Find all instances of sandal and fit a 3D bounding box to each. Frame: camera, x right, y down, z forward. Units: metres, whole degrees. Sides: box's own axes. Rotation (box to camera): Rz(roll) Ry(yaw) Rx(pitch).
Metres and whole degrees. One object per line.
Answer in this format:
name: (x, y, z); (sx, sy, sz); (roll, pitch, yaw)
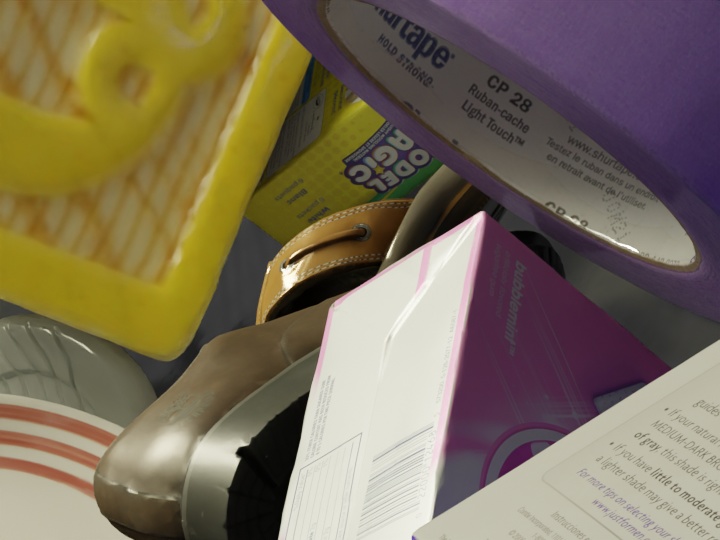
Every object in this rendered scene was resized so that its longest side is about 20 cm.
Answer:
sandal: (-0.142, 0.058, 1.185); (0.050, 0.083, 0.202); (-33, 9, -40)
sandal: (0.000, 0.000, 0.973); (0.200, 0.055, 0.082); (-54, -7, -20)

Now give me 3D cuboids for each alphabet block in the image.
alphabet block: (-0.133, -0.094, 1.138); (0.200, 0.195, 0.197); (-152, 83, -79)

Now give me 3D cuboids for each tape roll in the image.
tape roll: (0.061, -0.064, 0.825); (0.066, 0.200, 0.200); (-54, 24, -6)

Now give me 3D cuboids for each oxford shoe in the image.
oxford shoe: (-0.007, 0.031, 0.874); (0.084, 0.073, 0.200); (7, 22, 39)

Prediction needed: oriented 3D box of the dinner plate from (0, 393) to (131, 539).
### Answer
dinner plate: (-0.136, 0.118, 0.971); (0.200, 0.200, 0.024); (-85, 5, -51)

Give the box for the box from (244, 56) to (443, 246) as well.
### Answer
box: (0.038, -0.100, 1.105); (0.200, 0.048, 0.117); (-39, 26, 31)

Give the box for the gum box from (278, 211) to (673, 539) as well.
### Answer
gum box: (0.037, 0.097, 0.748); (0.066, 0.113, 0.200); (-32, 31, 36)

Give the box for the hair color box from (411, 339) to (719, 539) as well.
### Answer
hair color box: (0.124, 0.049, 0.641); (0.200, 0.065, 0.109); (-32, 23, -10)
